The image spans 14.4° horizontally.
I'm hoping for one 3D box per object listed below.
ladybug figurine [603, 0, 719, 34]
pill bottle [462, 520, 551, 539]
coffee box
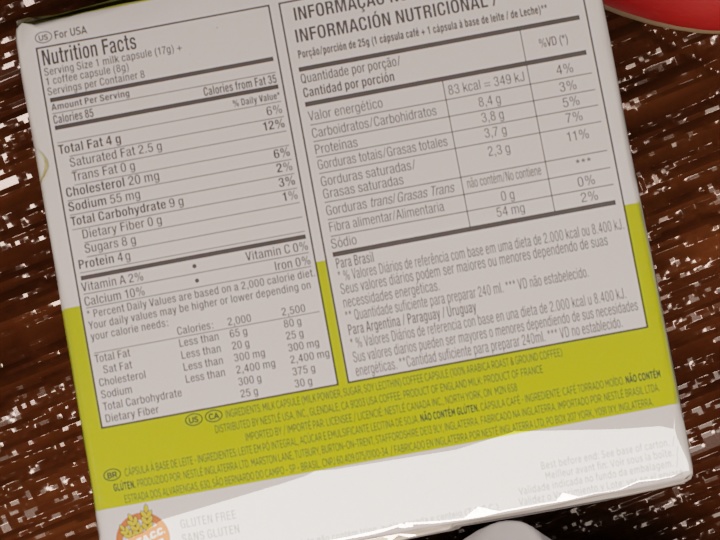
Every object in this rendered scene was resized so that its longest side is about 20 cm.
[{"bbox_3d":[0.121,-0.160,1.089,0.200,0.072,0.136,21,103,-8],"label":"ladybug figurine"},{"bbox_3d":[0.112,0.186,1.142,0.200,0.112,0.112,37,101,-25],"label":"pill bottle"},{"bbox_3d":[0.000,0.000,1.035,0.200,0.200,0.198,-11,84,1],"label":"coffee box"}]
